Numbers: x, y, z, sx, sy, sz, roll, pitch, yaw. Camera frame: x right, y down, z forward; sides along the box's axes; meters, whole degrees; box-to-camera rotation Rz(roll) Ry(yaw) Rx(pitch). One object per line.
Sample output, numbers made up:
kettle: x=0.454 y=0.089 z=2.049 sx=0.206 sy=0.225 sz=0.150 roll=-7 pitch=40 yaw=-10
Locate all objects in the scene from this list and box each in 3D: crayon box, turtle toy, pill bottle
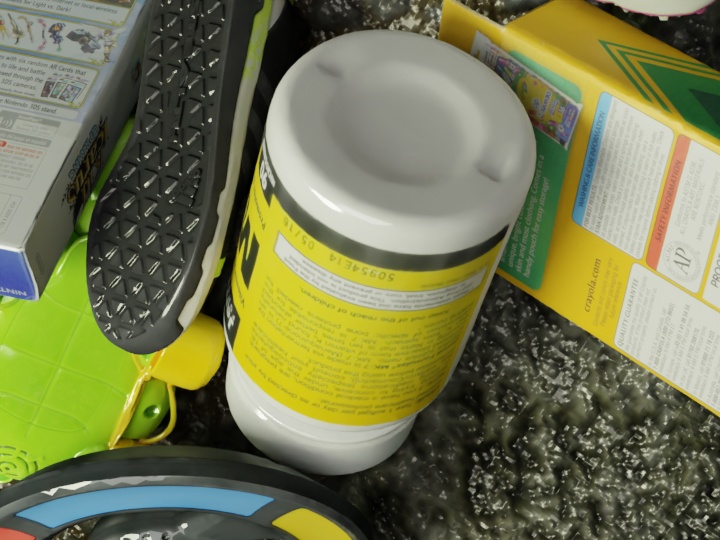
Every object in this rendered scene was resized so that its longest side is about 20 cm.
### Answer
crayon box: x=0.118 y=-0.034 z=0.850 sx=0.200 sy=0.052 sz=0.126 roll=33 pitch=134 yaw=28
turtle toy: x=-0.142 y=0.018 z=0.953 sx=0.145 sy=0.101 sz=0.200 roll=23 pitch=107 yaw=-15
pill bottle: x=0.000 y=0.000 z=0.864 sx=0.114 sy=0.114 sz=0.200 roll=27 pitch=141 yaw=8

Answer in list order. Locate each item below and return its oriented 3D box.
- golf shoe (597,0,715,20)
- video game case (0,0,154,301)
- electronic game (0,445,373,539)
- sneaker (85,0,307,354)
golf shoe: x=0.071 y=-0.175 z=0.843 sx=0.200 sy=0.075 sz=0.092 roll=14 pitch=145 yaw=20
video game case: x=-0.210 y=-0.085 z=0.916 sx=0.200 sy=0.182 sz=0.045 roll=12 pitch=146 yaw=13
electronic game: x=-0.093 y=0.138 z=0.939 sx=0.200 sy=0.200 sz=0.042 roll=-14 pitch=57 yaw=18
sneaker: x=-0.062 y=-0.052 z=0.897 sx=0.072 sy=0.083 sz=0.200 roll=6 pitch=76 yaw=36
